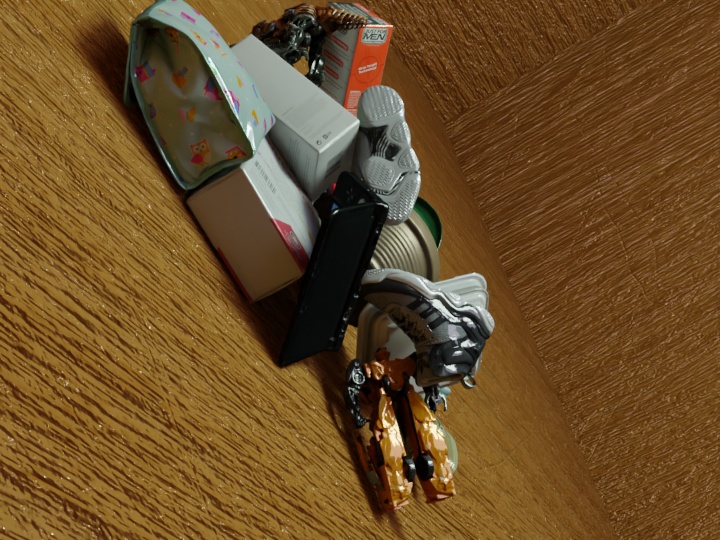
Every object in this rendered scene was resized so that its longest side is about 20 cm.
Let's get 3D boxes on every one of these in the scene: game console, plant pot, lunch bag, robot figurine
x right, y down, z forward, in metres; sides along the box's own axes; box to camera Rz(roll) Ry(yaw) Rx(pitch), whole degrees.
[{"bbox_3d":[-0.054,-0.008,1.408,0.115,0.203,0.176,9,22,-31],"label":"game console"},{"bbox_3d":[0.000,0.000,1.557,0.203,0.199,0.093,59,31,-9],"label":"plant pot"},{"bbox_3d":[-0.198,-0.217,1.349,0.202,0.121,0.171,60,13,-17],"label":"lunch bag"},{"bbox_3d":[0.046,0.196,1.465,0.143,0.058,0.203,-3,67,-31],"label":"robot figurine"}]

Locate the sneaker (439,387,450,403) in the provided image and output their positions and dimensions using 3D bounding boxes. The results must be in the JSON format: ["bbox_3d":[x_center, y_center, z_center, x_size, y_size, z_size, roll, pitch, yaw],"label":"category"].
[{"bbox_3d":[0.086,0.125,1.851,0.202,0.081,0.074,66,13,18],"label":"sneaker"}]

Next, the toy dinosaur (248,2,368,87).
[{"bbox_3d":[-0.084,-0.328,1.626,0.101,0.199,0.138,29,58,-27],"label":"toy dinosaur"}]

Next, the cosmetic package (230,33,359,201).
[{"bbox_3d":[-0.105,-0.200,1.522,0.200,0.085,0.108,42,-29,16],"label":"cosmetic package"}]

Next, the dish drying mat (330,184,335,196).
[{"bbox_3d":[-0.009,-0.056,1.724,0.076,0.018,0.202,31,41,-43],"label":"dish drying mat"}]

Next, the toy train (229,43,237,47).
[{"bbox_3d":[-0.148,-0.238,1.697,0.200,0.085,0.115,50,7,-43],"label":"toy train"}]

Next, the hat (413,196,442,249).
[{"bbox_3d":[0.009,-0.098,1.600,0.177,0.197,0.167,78,1,-52],"label":"hat"}]

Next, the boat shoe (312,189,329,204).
[{"bbox_3d":[-0.095,-0.114,1.686,0.199,0.068,0.057,6,61,-68],"label":"boat shoe"}]

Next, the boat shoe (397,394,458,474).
[{"bbox_3d":[0.080,0.227,1.661,0.063,0.073,0.201,45,9,-35],"label":"boat shoe"}]

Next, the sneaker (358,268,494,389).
[{"bbox_3d":[0.073,0.077,1.453,0.198,0.075,0.115,22,65,-17],"label":"sneaker"}]

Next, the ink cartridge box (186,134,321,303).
[{"bbox_3d":[-0.124,-0.070,1.414,0.149,0.085,0.200,58,12,-14],"label":"ink cartridge box"}]

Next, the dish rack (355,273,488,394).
[{"bbox_3d":[0.089,0.101,1.562,0.044,0.197,0.174,48,-37,48],"label":"dish rack"}]

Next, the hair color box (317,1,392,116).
[{"bbox_3d":[-0.022,-0.275,1.688,0.060,0.203,0.101,-6,33,-32],"label":"hair color box"}]

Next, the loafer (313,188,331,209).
[{"bbox_3d":[-0.036,-0.035,1.769,0.063,0.071,0.202,76,3,-57],"label":"loafer"}]

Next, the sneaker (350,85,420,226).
[{"bbox_3d":[0.031,-0.130,1.515,0.115,0.074,0.203,100,-15,-61],"label":"sneaker"}]
